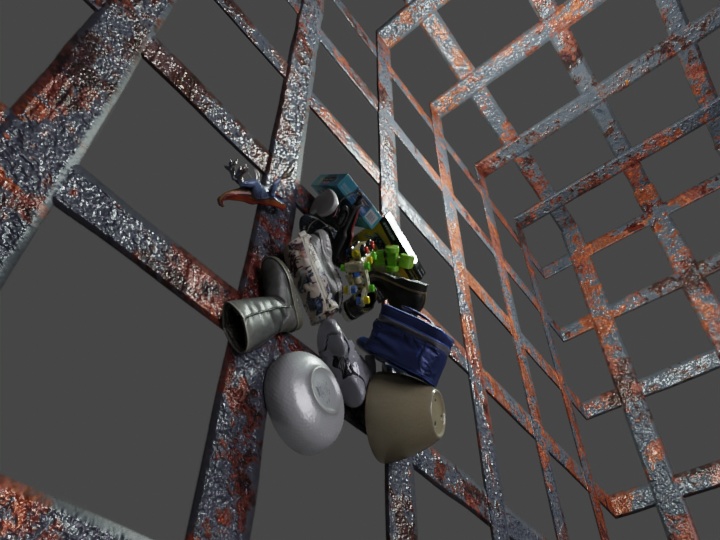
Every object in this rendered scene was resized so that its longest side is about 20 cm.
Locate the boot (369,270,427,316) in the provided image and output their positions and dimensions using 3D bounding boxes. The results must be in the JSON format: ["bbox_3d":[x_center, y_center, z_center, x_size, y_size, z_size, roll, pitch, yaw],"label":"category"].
[{"bbox_3d":[0.079,0.083,1.531,0.076,0.198,0.143,10,94,-34],"label":"boot"}]

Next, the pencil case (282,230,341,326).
[{"bbox_3d":[-0.113,0.017,1.369,0.076,0.089,0.205,-11,73,-44],"label":"pencil case"}]

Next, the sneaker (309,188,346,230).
[{"bbox_3d":[-0.063,-0.151,1.532,0.097,0.072,0.199,28,-5,-17],"label":"sneaker"}]

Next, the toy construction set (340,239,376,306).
[{"bbox_3d":[0.000,0.000,1.481,0.200,0.089,0.136,-90,172,-78],"label":"toy construction set"}]

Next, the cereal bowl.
[{"bbox_3d":[-0.095,0.251,1.181,0.200,0.082,0.204,43,31,-34],"label":"cereal bowl"}]

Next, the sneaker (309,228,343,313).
[{"bbox_3d":[-0.096,0.007,1.453,0.077,0.074,0.206,-16,86,-24],"label":"sneaker"}]

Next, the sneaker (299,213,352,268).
[{"bbox_3d":[-0.094,-0.082,1.547,0.200,0.077,0.087,43,13,-38],"label":"sneaker"}]

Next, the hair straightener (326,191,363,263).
[{"bbox_3d":[-0.042,-0.104,1.457,0.075,0.204,0.041,-6,42,-41],"label":"hair straightener"}]

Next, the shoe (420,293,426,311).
[{"bbox_3d":[0.117,0.109,1.607,0.068,0.203,0.054,12,35,-19],"label":"shoe"}]

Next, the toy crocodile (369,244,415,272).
[{"bbox_3d":[0.050,-0.035,1.615,0.062,0.193,0.070,-41,130,-67],"label":"toy crocodile"}]

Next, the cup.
[{"bbox_3d":[0.112,0.328,1.352,0.199,0.139,0.207,-8,90,-66],"label":"cup"}]

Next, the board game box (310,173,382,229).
[{"bbox_3d":[-0.041,-0.189,1.621,0.152,0.047,0.199,50,-13,-23],"label":"board game box"}]

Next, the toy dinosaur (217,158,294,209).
[{"bbox_3d":[-0.243,-0.176,1.385,0.203,0.103,0.182,-59,138,-20],"label":"toy dinosaur"}]

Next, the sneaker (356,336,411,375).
[{"bbox_3d":[0.082,0.198,1.493,0.195,0.084,0.074,23,-5,-11],"label":"sneaker"}]

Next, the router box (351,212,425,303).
[{"bbox_3d":[0.067,-0.034,1.675,0.203,0.155,0.052,57,26,-5],"label":"router box"}]

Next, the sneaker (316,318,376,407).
[{"bbox_3d":[-0.029,0.200,1.367,0.114,0.074,0.205,-18,85,-65],"label":"sneaker"}]

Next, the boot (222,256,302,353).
[{"bbox_3d":[-0.206,0.062,1.195,0.198,0.072,0.186,-9,70,-56],"label":"boot"}]

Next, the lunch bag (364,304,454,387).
[{"bbox_3d":[0.111,0.160,1.378,0.196,0.135,0.136,24,-10,27],"label":"lunch bag"}]

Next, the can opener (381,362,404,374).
[{"bbox_3d":[0.083,0.256,1.559,0.067,0.052,0.205,81,-6,-64],"label":"can opener"}]

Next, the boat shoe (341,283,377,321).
[{"bbox_3d":[0.012,0.077,1.573,0.073,0.060,0.201,59,26,-3],"label":"boat shoe"}]
